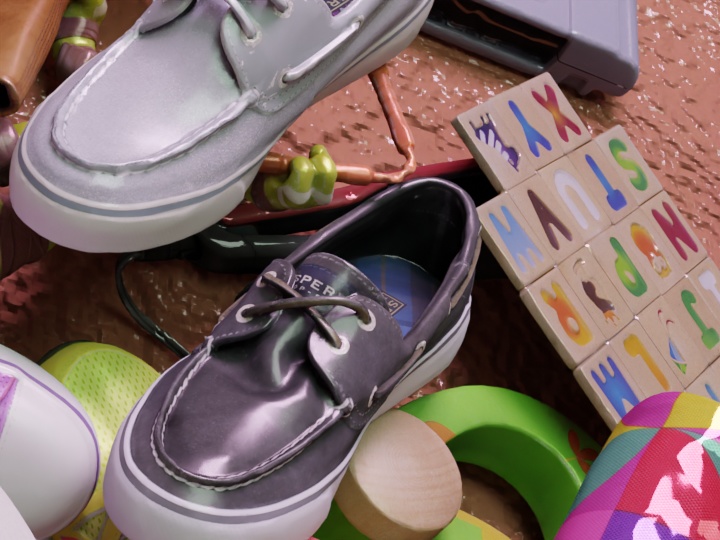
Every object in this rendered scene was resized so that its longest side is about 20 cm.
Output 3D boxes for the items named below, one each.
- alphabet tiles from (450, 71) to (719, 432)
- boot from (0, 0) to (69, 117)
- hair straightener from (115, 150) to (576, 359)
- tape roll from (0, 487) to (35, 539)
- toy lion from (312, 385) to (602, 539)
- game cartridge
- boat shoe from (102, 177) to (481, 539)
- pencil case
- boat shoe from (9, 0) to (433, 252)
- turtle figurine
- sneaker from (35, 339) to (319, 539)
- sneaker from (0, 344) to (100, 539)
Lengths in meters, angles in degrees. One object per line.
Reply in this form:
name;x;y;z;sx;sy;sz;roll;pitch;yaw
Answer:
alphabet tiles;0.110;0.015;0.885;0.200;0.006;0.166;56;28;2
boot;-0.093;-0.123;0.794;0.188;0.069;0.200;5;38;14
hair straightener;0.000;0.000;0.849;0.199;0.041;0.077;-6;62;-35
tape roll;-0.151;0.106;0.544;0.202;0.037;0.203;28;46;-33
toy lion;0.086;0.125;0.809;0.191;0.069;0.200;-20;71;-48
game cartridge;0.032;-0.160;0.989;0.199;0.040;0.134;19;47;-21
boat shoe;-0.012;0.022;0.723;0.070;0.066;0.200;27;31;19
pencil case;0.073;0.129;0.681;0.088;0.088;0.200;39;55;-3
boat shoe;-0.039;-0.080;0.742;0.070;0.072;0.201;31;46;18
turtle figurine;-0.092;-0.051;0.807;0.161;0.065;0.200;-26;48;-35
sneaker;-0.038;0.098;0.721;0.078;0.090;0.200;-21;70;-39
sneaker;-0.167;0.056;0.649;0.200;0.073;0.114;11;12;-16
